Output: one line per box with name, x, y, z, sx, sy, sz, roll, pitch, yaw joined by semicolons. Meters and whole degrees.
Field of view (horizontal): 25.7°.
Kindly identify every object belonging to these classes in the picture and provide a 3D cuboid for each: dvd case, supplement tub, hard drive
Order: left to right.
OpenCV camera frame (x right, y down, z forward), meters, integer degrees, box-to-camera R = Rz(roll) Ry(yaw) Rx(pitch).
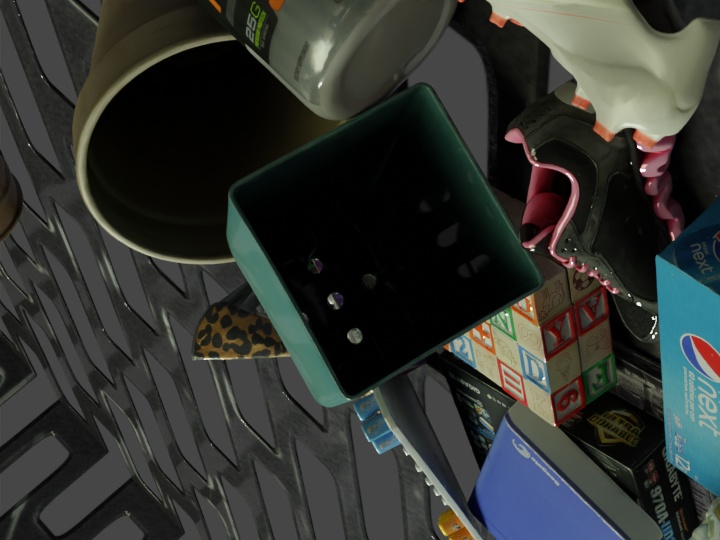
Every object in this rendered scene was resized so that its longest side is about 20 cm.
supplement tub;-0.047;-0.194;0.929;0.200;0.122;0.123;44;160;17
hard drive;0.142;0.180;1.147;0.132;0.025;0.200;44;159;16
dvd case;0.203;0.125;1.119;0.148;0.016;0.201;30;151;45

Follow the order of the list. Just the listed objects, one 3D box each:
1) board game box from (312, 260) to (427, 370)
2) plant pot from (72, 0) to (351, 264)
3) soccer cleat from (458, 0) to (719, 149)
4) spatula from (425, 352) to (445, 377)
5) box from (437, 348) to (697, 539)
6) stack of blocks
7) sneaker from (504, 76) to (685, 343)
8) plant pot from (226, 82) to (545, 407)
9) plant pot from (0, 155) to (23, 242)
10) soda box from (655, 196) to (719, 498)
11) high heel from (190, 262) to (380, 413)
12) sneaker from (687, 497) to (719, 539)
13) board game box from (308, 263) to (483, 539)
board game box;0.007;0.027;1.224;0.200;0.032;0.121;15;-130;-84
plant pot;-0.108;-0.135;1.085;0.201;0.198;0.174;73;177;-49
soccer cleat;0.106;-0.142;0.787;0.200;0.069;0.078;52;124;36
spatula;0.088;0.086;1.297;0.199;0.021;0.057;30;154;42
box;0.154;0.141;1.158;0.199;0.046;0.160;28;150;45
stack of blocks;0.083;0.005;1.082;0.200;0.058;0.116;34;147;47
sneaker;0.129;-0.027;0.872;0.079;0.095;0.201;44;162;48
plant pot;0.000;0.000;1.007;0.142;0.141;0.200;59;166;5
plant pot;-0.570;-0.149;2.130;0.200;0.200;0.199;39;150;29
soda box;0.213;0.051;0.886;0.068;0.064;0.201;36;157;34
high heel;-0.057;0.095;1.461;0.201;0.142;0.071;52;161;-5
sneaker;0.227;0.196;1.006;0.076;0.088;0.200;44;-173;23
board game box;0.020;0.099;1.240;0.200;0.026;0.201;55;-173;-48
